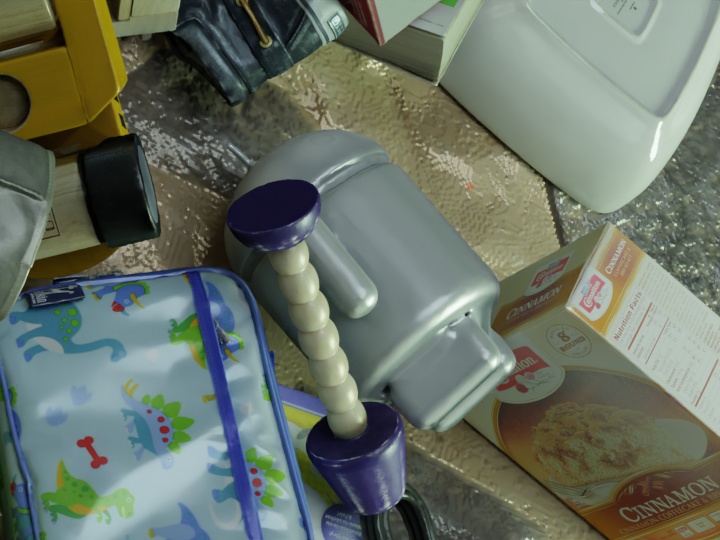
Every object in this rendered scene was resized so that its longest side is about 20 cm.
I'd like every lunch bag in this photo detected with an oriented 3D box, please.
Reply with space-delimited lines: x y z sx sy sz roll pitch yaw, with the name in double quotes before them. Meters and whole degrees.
"lunch bag" -0.113 0.099 1.494 0.161 0.082 0.200 -6 67 -16

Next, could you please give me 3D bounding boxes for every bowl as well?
"bowl" 0.151 -0.163 1.808 0.200 0.075 0.200 41 53 -15

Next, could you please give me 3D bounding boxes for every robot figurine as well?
"robot figurine" 0.000 0.000 1.604 0.113 0.170 0.200 -42 75 4

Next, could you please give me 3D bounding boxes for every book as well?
"book" 0.029 -0.222 1.738 0.134 0.048 0.200 23 57 10

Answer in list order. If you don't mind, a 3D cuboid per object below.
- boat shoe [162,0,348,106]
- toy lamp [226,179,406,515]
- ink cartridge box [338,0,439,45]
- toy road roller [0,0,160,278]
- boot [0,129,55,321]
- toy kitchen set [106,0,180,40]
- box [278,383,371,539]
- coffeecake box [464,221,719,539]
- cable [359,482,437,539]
"boat shoe" -0.101 -0.193 1.655 0.091 0.071 0.200 -37 74 -6
"toy lamp" -0.018 0.046 1.512 0.058 0.058 0.200 -44 131 -37
"ink cartridge box" -0.028 -0.249 1.629 0.083 0.145 0.200 -39 68 -7
"toy road roller" -0.183 -0.093 1.492 0.123 0.146 0.200 -14 104 2
"boot" -0.241 -0.086 1.371 0.200 0.073 0.182 18 76 -19
"toy kitchen set" -0.205 -0.203 1.565 0.180 0.163 0.200 -8 60 -15
"box" -0.055 0.164 1.562 0.117 0.048 0.200 20 64 -26
"coffeecake box" 0.162 0.081 1.670 0.200 0.154 0.073 40 55 -14
"cable" 0.044 0.218 1.595 0.200 0.050 0.097 53 54 -12
